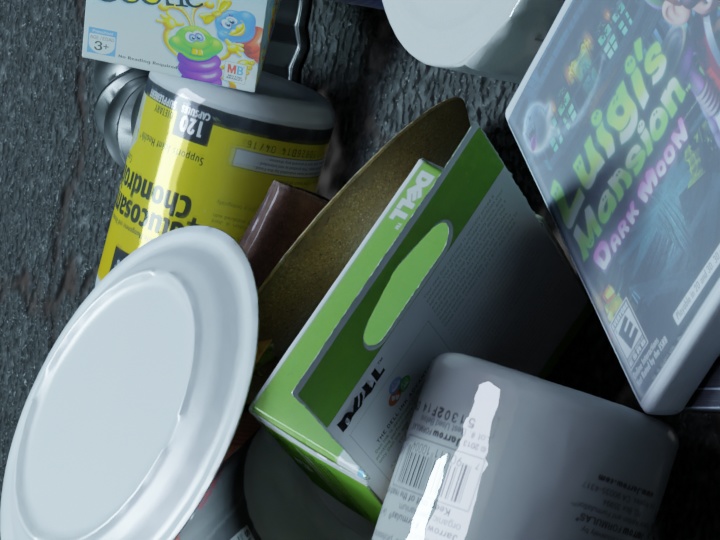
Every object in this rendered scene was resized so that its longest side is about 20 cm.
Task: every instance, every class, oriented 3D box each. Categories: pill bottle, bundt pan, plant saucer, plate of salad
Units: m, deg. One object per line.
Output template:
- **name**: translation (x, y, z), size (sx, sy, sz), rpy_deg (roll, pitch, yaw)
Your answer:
- **pill bottle**: translation (0.054, 0.145, 1.193), size (0.114, 0.114, 0.200), rpy_deg (13, 84, 63)
- **bundt pan**: translation (-0.110, -0.141, 1.731), size (0.202, 0.076, 0.202), rpy_deg (-30, 55, 58)
- **pill bottle**: translation (-0.091, -0.017, 1.613), size (0.112, 0.112, 0.200), rpy_deg (36, 114, 60)
- **plant saucer**: translation (0.000, 0.000, 1.408), size (0.035, 0.200, 0.200), rpy_deg (40, 129, 10)
- **pill bottle**: translation (-0.026, 0.132, 1.442), size (0.200, 0.110, 0.111), rpy_deg (-44, 44, 49)
- **plate of salad**: translation (-0.106, 0.073, 1.332), size (0.200, 0.048, 0.200), rpy_deg (-34, 42, 37)

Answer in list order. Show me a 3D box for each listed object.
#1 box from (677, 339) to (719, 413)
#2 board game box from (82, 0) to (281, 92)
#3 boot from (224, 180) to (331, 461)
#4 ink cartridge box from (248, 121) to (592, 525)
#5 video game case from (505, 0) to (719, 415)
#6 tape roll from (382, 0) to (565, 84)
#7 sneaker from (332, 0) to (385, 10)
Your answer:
- **box**: translation (0.180, -0.041, 1.141), size (0.158, 0.048, 0.201), rpy_deg (-6, 84, 62)
- **board game box**: translation (-0.085, -0.212, 1.579), size (0.103, 0.105, 0.200), rpy_deg (101, -179, -45)
- **boot**: translation (-0.080, 0.027, 1.487), size (0.072, 0.200, 0.167), rpy_deg (26, 97, 28)
- **ink cartridge box**: translation (0.016, 0.020, 1.251), size (0.076, 0.200, 0.148), rpy_deg (29, 78, 29)
- **video game case**: translation (0.134, -0.072, 1.154), size (0.200, 0.023, 0.182), rpy_deg (-63, 37, 40)
- **tape roll**: translation (0.083, -0.192, 1.376), size (0.202, 0.071, 0.203), rpy_deg (-29, 57, 56)
- **sneaker**: translation (0.019, -0.249, 1.526), size (0.115, 0.080, 0.200), rpy_deg (-93, 19, -53)
